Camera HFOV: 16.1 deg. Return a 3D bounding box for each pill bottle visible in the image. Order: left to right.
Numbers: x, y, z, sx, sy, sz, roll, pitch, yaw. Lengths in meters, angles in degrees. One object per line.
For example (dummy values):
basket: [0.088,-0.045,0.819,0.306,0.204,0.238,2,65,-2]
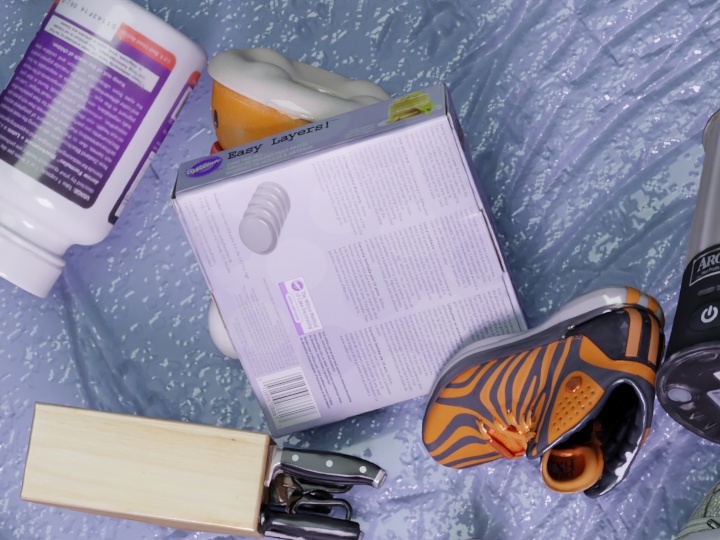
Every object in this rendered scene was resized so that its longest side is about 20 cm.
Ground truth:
pill bottle: [-0.197,-0.088,1.720,0.111,0.111,0.201,30,88,20]

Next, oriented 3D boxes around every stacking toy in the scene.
stacking toy: [-0.055,-0.035,1.671,0.145,0.146,0.201,22,101,20]

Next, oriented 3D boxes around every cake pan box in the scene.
cake pan box: [0.000,0.000,1.609,0.183,0.052,0.201,-17,118,11]

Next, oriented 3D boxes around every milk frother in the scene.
milk frother: [0.290,0.025,1.543,0.179,0.200,0.189,-1,55,26]

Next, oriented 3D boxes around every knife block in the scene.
knife block: [-0.090,0.131,1.613,0.175,0.199,0.065,-3,75,47]

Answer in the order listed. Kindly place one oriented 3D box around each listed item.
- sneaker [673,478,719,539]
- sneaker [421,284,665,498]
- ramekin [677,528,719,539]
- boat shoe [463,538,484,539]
sneaker: [0.206,0.205,1.549,0.078,0.082,0.201,30,87,21]
sneaker: [0.104,0.095,1.558,0.200,0.077,0.113,-38,31,40]
ramekin: [0.229,0.258,1.474,0.199,0.098,0.202,-2,100,-9]
boat shoe: [0.081,0.263,1.584,0.069,0.066,0.202,-11,75,15]
